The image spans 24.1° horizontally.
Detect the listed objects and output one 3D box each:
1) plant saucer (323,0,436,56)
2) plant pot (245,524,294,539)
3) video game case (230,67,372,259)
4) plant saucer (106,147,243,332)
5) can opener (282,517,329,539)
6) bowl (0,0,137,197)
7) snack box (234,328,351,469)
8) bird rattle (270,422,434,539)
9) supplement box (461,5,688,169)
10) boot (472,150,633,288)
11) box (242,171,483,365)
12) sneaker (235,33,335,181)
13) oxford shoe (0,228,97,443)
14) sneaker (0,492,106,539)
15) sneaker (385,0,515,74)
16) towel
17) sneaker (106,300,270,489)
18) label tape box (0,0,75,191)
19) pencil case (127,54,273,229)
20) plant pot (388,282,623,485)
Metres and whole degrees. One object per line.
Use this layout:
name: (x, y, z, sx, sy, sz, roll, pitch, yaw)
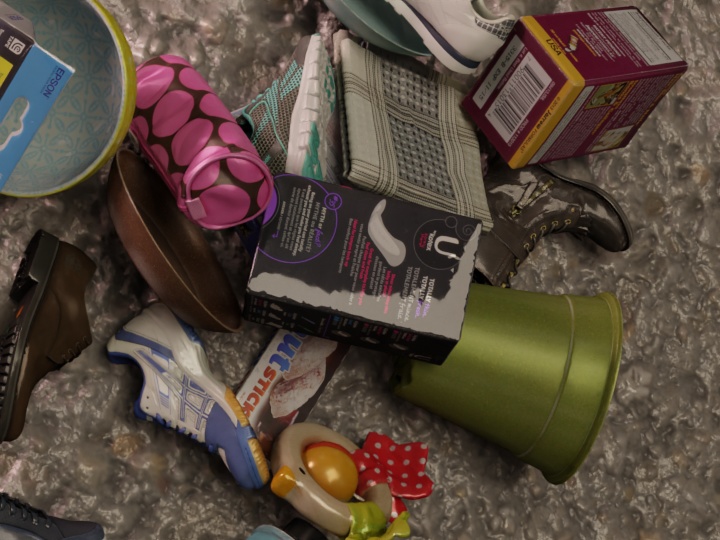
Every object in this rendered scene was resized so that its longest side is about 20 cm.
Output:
plant saucer: (0.007, -0.287, 1.753, 0.200, 0.039, 0.202, 32, 32, -23)
plant pot: (-0.107, 0.358, 1.469, 0.187, 0.200, 0.201, -32, 92, -24)
video game case: (-0.049, -0.082, 1.683, 0.181, 0.045, 0.201, -26, 81, -32)
plant saucer: (-0.178, -0.020, 1.553, 0.037, 0.200, 0.201, -32, 94, 6)
can opener: (-0.011, 0.324, 1.596, 0.200, 0.063, 0.079, 50, 60, -7)
bowl: (-0.284, -0.168, 1.545, 0.201, 0.199, 0.108, 67, 17, 2)
snack box: (-0.064, 0.093, 1.652, 0.072, 0.024, 0.201, 38, 62, -10)
bird rattle: (-0.008, 0.198, 1.574, 0.163, 0.113, 0.200, 37, 33, -12)
supplement box: (0.228, -0.197, 1.790, 0.199, 0.131, 0.103, -12, 58, -43)
boot: (0.178, -0.034, 1.797, 0.199, 0.069, 0.175, 36, 63, -4)
box: (0.000, 0.000, 1.562, 0.199, 0.106, 0.123, 14, 74, -2)
sneaker: (-0.076, -0.156, 1.634, 0.091, 0.078, 0.201, -3, 45, 11)
oxford shoe: (-0.282, 0.067, 1.516, 0.084, 0.073, 0.201, 25, 66, -23)
sneaker: (-0.309, 0.186, 1.444, 0.201, 0.077, 0.147, 2, 96, -27)
sneaker: (0.071, -0.296, 1.727, 0.200, 0.081, 0.076, 45, 31, 2)
towel: (0.056, -0.146, 1.726, 0.192, 0.035, 0.201, 20, 48, -32)
sneaker: (-0.160, 0.128, 1.559, 0.088, 0.075, 0.201, -32, 73, -11)
label tape box: (-0.358, -0.174, 1.476, 0.199, 0.066, 0.144, 34, 102, 1)
pencil case: (-0.158, -0.116, 1.555, 0.093, 0.200, 0.091, -20, 129, -18)
plant pot: (0.134, 0.091, 1.684, 0.189, 0.200, 0.201, 17, 69, -9)
